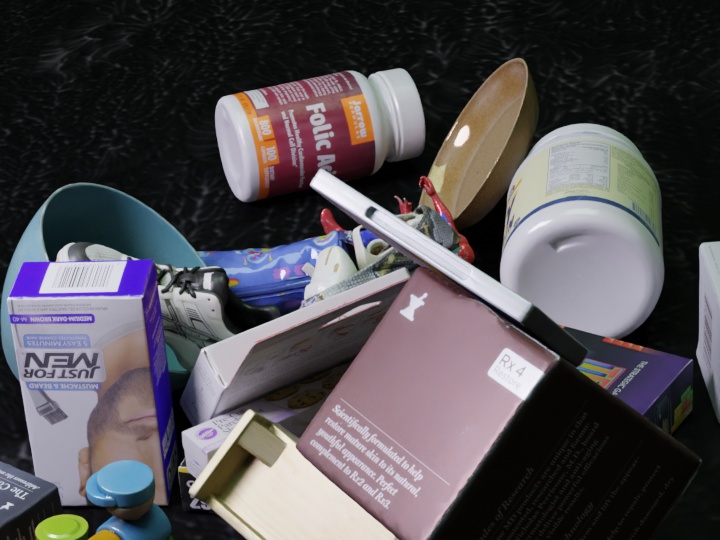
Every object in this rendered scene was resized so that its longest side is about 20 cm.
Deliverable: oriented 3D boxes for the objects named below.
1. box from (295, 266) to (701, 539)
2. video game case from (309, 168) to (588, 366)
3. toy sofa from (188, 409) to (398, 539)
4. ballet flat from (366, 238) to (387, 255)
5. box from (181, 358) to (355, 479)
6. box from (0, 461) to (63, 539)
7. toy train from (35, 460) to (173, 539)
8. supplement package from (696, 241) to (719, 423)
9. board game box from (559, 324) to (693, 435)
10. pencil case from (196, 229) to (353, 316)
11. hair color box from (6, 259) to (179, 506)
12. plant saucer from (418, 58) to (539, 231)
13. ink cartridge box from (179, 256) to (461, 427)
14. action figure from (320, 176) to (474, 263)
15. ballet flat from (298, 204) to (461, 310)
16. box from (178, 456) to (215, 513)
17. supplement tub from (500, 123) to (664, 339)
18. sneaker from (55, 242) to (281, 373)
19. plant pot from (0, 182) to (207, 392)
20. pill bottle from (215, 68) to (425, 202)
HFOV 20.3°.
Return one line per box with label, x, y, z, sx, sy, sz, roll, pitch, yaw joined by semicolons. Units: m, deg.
box;0.100;0.132;1.445;0.164;0.200;0.166;-55;41;1
video game case;0.066;-0.001;1.475;0.200;0.143;0.017;34;89;27
toy sofa;-0.023;0.196;1.496;0.200;0.098;0.083;35;90;35
ballet flat;0.061;0.026;1.832;0.069;0.069;0.200;-22;34;-28
box;-0.047;0.117;1.613;0.200;0.039;0.041;-21;32;-27
box;-0.350;0.216;1.507;0.200;0.104;0.182;17;37;33
toy train;-0.213;0.229;1.452;0.085;0.116;0.200;17;36;34
supplement package;0.393;0.046;1.700;0.200;0.117;0.117;-3;29;1
board game box;0.158;0.121;1.659;0.165;0.057;0.200;13;34;30
pencil case;-0.102;0.012;1.861;0.200;0.078;0.087;-8;7;-4
hair color box;-0.211;0.092;1.610;0.109;0.200;0.065;-1;31;5
plant saucer;0.123;-0.113;1.986;0.035;0.200;0.200;28;26;-15
ink cartridge box;-0.034;0.048;1.608;0.200;0.176;0.045;-22;69;-29
action figure;0.036;-0.055;1.923;0.065;0.099;0.200;-31;33;-28
ballet flat;0.000;0.000;1.767;0.200;0.072;0.072;-33;40;-30
box;-0.042;0.134;1.671;0.160;0.049;0.200;7;31;15
supplement tub;0.204;-0.037;1.843;0.145;0.145;0.200;0;29;7
sneaker;-0.152;0.018;1.652;0.200;0.088;0.076;30;35;-27
plant pot;-0.233;0.043;1.741;0.135;0.200;0.200;-41;15;28
pill bottle;-0.041;-0.145;2.098;0.200;0.114;0.114;-13;31;-15
